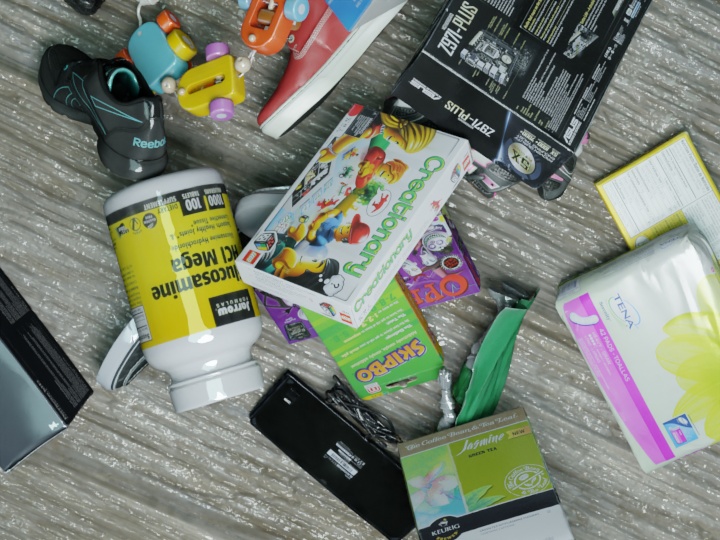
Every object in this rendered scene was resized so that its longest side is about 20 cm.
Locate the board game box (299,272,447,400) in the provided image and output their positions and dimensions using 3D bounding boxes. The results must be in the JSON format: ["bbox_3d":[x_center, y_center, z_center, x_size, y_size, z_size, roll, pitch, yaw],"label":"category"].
[{"bbox_3d":[0.006,0.046,1.421,0.094,0.030,0.201,-17,132,14],"label":"board game box"}]

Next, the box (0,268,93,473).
[{"bbox_3d":[-0.346,0.071,1.411,0.079,0.141,0.201,-36,97,3],"label":"box"}]

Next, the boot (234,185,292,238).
[{"bbox_3d":[-0.018,-0.071,1.433,0.197,0.074,0.097,7,56,-7],"label":"boot"}]

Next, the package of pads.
[{"bbox_3d":[0.296,0.073,1.447,0.153,0.068,0.201,-27,99,22],"label":"package of pads"}]

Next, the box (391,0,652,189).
[{"bbox_3d":[0.148,-0.205,1.373,0.163,0.086,0.201,32,64,-6],"label":"box"}]

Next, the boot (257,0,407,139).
[{"bbox_3d":[-0.062,-0.235,1.417,0.144,0.072,0.201,39,87,-6],"label":"boot"}]

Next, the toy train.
[{"bbox_3d":[-0.132,-0.211,1.397,0.198,0.055,0.152,14,83,34],"label":"toy train"}]

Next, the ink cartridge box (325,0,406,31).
[{"bbox_3d":[-0.018,-0.330,1.364,0.116,0.067,0.201,-34,84,-32],"label":"ink cartridge box"}]

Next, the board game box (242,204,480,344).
[{"bbox_3d":[0.000,0.000,1.413,0.198,0.033,0.120,-16,138,16],"label":"board game box"}]

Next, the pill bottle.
[{"bbox_3d":[-0.152,0.018,1.359,0.111,0.112,0.203,-16,88,1],"label":"pill bottle"}]

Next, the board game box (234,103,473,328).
[{"bbox_3d":[-0.004,-0.052,1.336,0.125,0.035,0.201,20,60,29],"label":"board game box"}]

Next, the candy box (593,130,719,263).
[{"bbox_3d":[0.317,-0.023,1.476,0.101,0.026,0.201,-29,97,2],"label":"candy box"}]

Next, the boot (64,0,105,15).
[{"bbox_3d":[-0.261,-0.358,1.386,0.157,0.079,0.213,28,106,2],"label":"boot"}]

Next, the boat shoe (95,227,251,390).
[{"bbox_3d":[-0.168,0.046,1.447,0.068,0.074,0.200,41,84,4],"label":"boat shoe"}]

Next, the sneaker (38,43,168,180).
[{"bbox_3d":[-0.227,-0.163,1.372,0.075,0.200,0.080,-15,133,-35],"label":"sneaker"}]

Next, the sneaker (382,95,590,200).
[{"bbox_3d":[0.114,-0.114,1.432,0.197,0.080,0.088,12,97,-2],"label":"sneaker"}]

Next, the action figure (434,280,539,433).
[{"bbox_3d":[0.108,0.110,1.460,0.054,0.118,0.202,28,106,21],"label":"action figure"}]

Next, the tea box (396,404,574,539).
[{"bbox_3d":[0.129,0.272,1.395,0.132,0.197,0.202,-17,122,0],"label":"tea box"}]

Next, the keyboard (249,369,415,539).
[{"bbox_3d":[-0.006,0.171,1.496,0.200,0.040,0.104,41,118,-7],"label":"keyboard"}]
